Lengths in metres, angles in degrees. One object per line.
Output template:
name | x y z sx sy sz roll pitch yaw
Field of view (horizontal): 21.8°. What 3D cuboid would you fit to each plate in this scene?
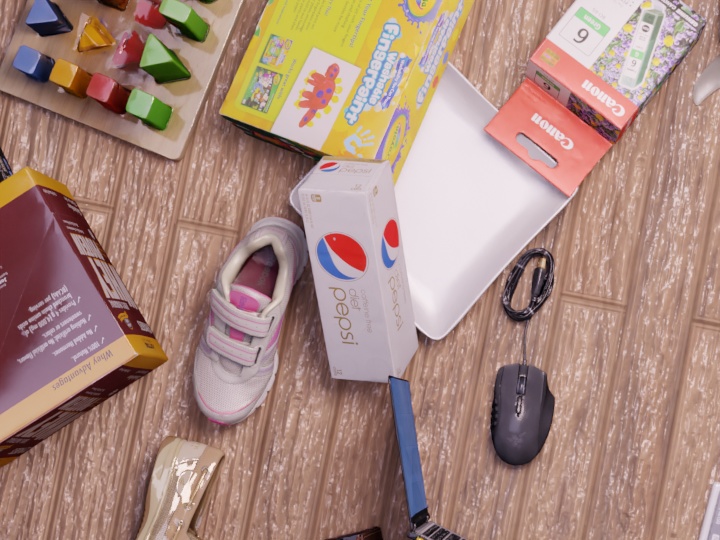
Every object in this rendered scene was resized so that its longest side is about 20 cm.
plate | 0.068 -0.071 1.738 0.199 0.032 0.200 43 91 7

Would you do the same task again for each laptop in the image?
laptop | 0.097 0.190 1.635 0.199 0.187 0.117 26 89 8

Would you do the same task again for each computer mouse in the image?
computer mouse | 0.152 0.078 1.716 0.058 0.034 0.202 4 85 8

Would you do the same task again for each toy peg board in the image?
toy peg board | -0.230 -0.236 1.753 0.198 0.098 0.202 22 88 7

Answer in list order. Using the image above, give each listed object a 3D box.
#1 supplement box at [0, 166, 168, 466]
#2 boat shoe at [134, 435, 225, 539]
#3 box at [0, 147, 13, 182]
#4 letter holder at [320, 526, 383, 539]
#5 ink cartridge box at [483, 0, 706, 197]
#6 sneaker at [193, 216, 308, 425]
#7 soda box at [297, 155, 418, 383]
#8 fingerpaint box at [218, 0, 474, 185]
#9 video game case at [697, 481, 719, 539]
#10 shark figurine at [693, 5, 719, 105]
supplement box | -0.320 0.047 1.722 0.196 0.133 0.201 -32 83 3
boat shoe | -0.173 0.257 1.719 0.064 0.071 0.202 12 86 8
box | -0.409 -0.138 1.732 0.086 0.164 0.201 -28 82 4
letter holder | -0.014 0.341 1.659 0.100 0.142 0.202 -14 84 5
ink cartridge box | 0.214 -0.179 1.705 0.109 0.050 0.200 38 79 8
sneaker | -0.109 0.044 1.721 0.081 0.088 0.202 14 87 7
soda box | 0.000 0.000 1.666 0.067 0.064 0.202 4 124 22
fingerpaint box | -0.011 -0.199 1.715 0.166 0.073 0.202 21 84 23
video game case | 0.380 0.311 1.677 0.180 0.023 0.202 15 87 7
shark figurine | 0.388 -0.170 1.685 0.214 0.089 0.128 41 92 10
